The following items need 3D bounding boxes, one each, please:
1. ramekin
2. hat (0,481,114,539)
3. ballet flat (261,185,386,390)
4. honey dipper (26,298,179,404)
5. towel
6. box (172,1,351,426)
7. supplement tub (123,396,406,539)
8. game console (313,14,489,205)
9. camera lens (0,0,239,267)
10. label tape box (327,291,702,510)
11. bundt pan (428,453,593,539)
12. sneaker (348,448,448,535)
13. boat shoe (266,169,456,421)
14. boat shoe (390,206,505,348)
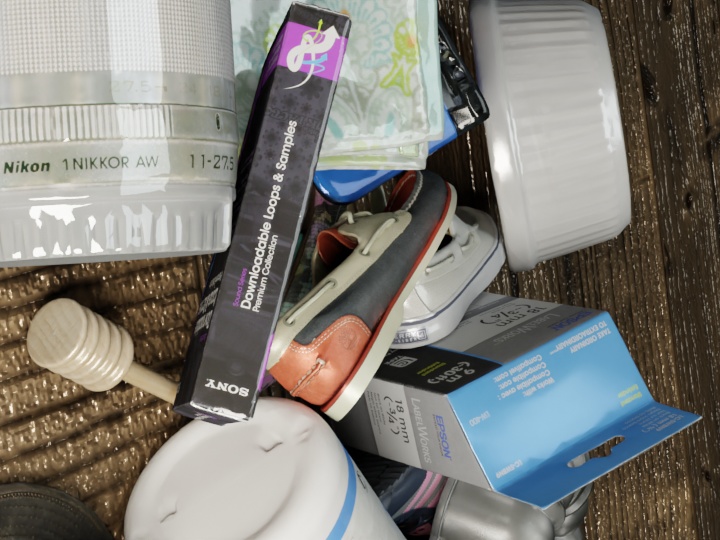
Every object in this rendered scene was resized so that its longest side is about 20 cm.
[{"bbox_3d":[0.139,-0.105,1.234,0.202,0.094,0.204,-10,90,-84],"label":"ramekin"},{"bbox_3d":[-0.137,0.202,0.824,0.200,0.080,0.202,12,76,-59],"label":"hat"},{"bbox_3d":[-0.019,-0.012,1.045,0.069,0.071,0.201,123,-17,-58],"label":"ballet flat"},{"bbox_3d":[-0.107,0.064,0.932,0.200,0.038,0.038,35,58,-54],"label":"honey dipper"},{"bbox_3d":[-0.039,-0.154,0.972,0.170,0.048,0.201,-5,91,-22],"label":"towel"},{"bbox_3d":[-0.053,-0.022,0.863,0.143,0.036,0.201,145,-42,-78],"label":"box"},{"bbox_3d":[-0.033,0.179,0.953,0.200,0.131,0.132,59,40,-39],"label":"supplement tub"},{"bbox_3d":[-0.015,-0.157,1.075,0.201,0.118,0.171,61,4,-6],"label":"game console"},{"bbox_3d":[-0.138,-0.105,0.778,0.160,0.159,0.201,-3,90,-59],"label":"camera lens"},{"bbox_3d":[0.090,0.073,1.063,0.144,0.199,0.064,-24,110,-34],"label":"label tape box"},{"bbox_3d":[0.106,0.188,1.172,0.202,0.075,0.203,16,90,-73],"label":"bundt pan"},{"bbox_3d":[0.028,0.149,1.116,0.200,0.070,0.083,-35,115,-53],"label":"sneaker"},{"bbox_3d":[0.000,0.000,0.970,0.062,0.071,0.200,33,45,-5],"label":"boat shoe"},{"bbox_3d":[0.048,-0.017,1.148,0.200,0.070,0.070,-49,130,-61],"label":"boat shoe"}]
